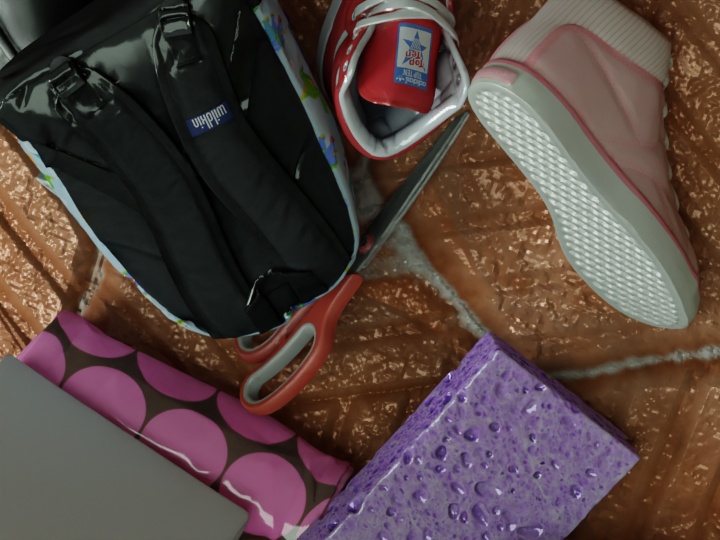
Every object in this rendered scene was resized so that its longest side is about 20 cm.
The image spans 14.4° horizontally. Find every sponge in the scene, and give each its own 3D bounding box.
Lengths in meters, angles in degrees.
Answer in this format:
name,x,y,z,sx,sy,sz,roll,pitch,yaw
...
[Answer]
name,x,y,z,sx,sy,sz,roll,pitch,yaw
sponge,0.046,0.139,1.562,0.111,0.030,0.200,39,99,-24

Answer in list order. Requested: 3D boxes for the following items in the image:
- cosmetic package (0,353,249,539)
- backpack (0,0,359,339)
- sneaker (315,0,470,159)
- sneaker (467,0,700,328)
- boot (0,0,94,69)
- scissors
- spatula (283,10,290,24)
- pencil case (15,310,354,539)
name,x,y,z,sx,sy,sz,roll,pitch,yaw
cosmetic package,-0.193,0.194,1.533,0.167,0.166,0.200,33,124,3
backpack,-0.081,-0.061,1.503,0.163,0.154,0.200,-32,108,5
sneaker,0.025,-0.154,1.467,0.071,0.113,0.201,5,118,-12
sneaker,0.140,-0.064,1.497,0.075,0.105,0.200,7,143,47
boot,-0.149,-0.189,1.535,0.158,0.079,0.211,-31,96,21
scissors,0.000,0.000,1.564,0.200,0.073,0.014,-42,130,20
spatula,-0.050,-0.185,1.539,0.056,0.021,0.201,16,108,-3
pencil case,-0.107,0.101,1.607,0.200,0.091,0.094,29,130,4
